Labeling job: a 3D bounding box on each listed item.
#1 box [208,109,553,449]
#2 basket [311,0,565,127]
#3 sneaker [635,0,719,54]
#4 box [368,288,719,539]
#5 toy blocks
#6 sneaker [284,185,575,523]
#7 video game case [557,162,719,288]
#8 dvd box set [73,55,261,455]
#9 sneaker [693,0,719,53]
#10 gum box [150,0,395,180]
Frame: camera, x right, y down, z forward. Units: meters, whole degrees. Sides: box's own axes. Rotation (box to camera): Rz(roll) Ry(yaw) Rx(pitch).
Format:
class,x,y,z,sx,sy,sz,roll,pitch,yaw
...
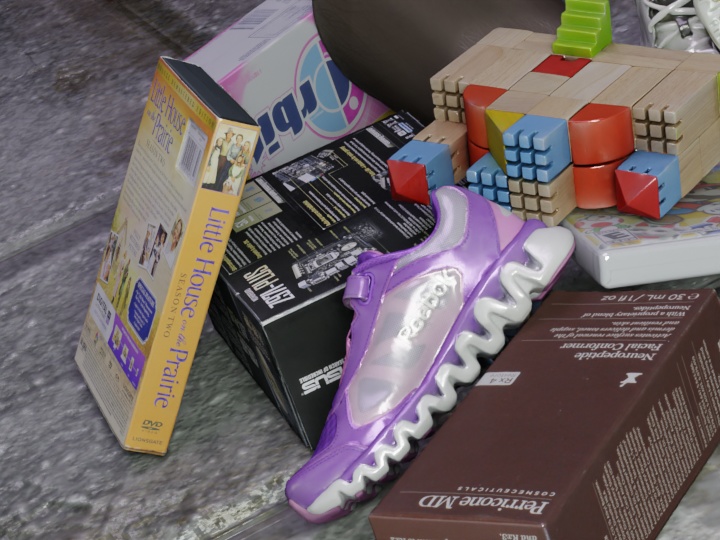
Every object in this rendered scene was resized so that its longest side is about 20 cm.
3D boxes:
class,x,y,z,sx,sy,sz,roll,pitch,yaw
box,0.000,0.000,1.403,0.163,0.086,0.200,-25,25,-11
basket,0.080,-0.135,1.553,0.136,0.180,0.200,-51,34,6
sneaker,0.193,-0.129,1.486,0.075,0.116,0.201,-16,25,8
box,0.099,0.089,1.166,0.100,0.075,0.200,-1,32,35
toy blocks,0.107,-0.074,1.300,0.200,0.100,0.137,10,33,32
sneaker,0.020,0.037,1.240,0.200,0.088,0.080,-51,-4,-6
video game case,0.201,-0.035,1.317,0.199,0.023,0.182,-8,16,-9
dvd box set,-0.116,-0.012,1.409,0.029,0.201,0.146,12,14,-22
sneaker,0.258,-0.113,1.359,0.076,0.200,0.088,-60,18,-2
gum box,-0.040,-0.124,1.652,0.066,0.114,0.200,5,35,43
